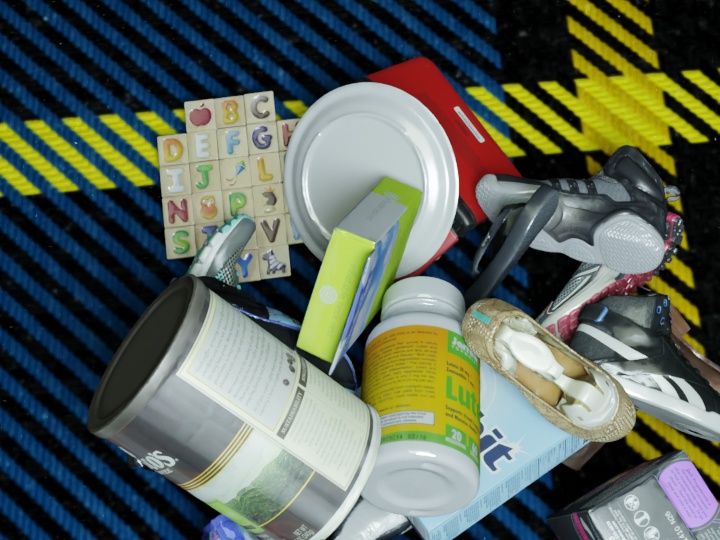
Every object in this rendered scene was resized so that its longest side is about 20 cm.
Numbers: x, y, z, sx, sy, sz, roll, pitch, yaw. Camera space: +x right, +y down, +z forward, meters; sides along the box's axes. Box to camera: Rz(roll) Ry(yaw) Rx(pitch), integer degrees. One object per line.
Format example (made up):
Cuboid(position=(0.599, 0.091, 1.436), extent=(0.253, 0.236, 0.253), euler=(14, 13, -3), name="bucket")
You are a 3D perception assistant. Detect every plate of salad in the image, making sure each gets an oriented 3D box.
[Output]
Cuboid(position=(0.012, -0.090, 1.145), extent=(0.197, 0.048, 0.204), euler=(6, 103, 25), name="plate of salad")

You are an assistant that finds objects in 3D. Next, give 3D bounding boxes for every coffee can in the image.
Cuboid(position=(-0.101, 0.120, 0.918), extent=(0.199, 0.146, 0.148), euler=(37, 76, -20), name="coffee can")

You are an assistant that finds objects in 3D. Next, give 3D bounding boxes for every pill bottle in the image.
Cuboid(position=(0.055, 0.109, 1.018), extent=(0.109, 0.112, 0.202), euler=(5, 51, 0), name="pill bottle")

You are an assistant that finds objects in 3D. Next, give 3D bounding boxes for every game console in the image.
Cuboid(position=(0.052, -0.106, 1.213), extent=(0.171, 0.119, 0.201), euler=(-28, 76, -40), name="game console")

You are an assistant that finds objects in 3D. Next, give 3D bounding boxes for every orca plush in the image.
Cuboid(position=(0.039, 0.242, 1.090), extent=(0.104, 0.072, 0.201), euler=(22, 49, 21), name="orca plush")

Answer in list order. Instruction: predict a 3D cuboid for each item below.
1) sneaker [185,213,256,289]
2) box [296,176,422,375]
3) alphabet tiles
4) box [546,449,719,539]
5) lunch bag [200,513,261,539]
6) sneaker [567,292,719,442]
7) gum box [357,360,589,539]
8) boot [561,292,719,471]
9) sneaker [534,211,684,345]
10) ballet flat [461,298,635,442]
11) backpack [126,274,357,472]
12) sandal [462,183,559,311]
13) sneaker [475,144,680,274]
Cuboid(position=(-0.149, 0.041, 1.149), extent=(0.090, 0.078, 0.202), euler=(28, 87, -9), name="sneaker")
Cuboid(position=(0.000, 0.000, 1.028), extent=(0.047, 0.200, 0.124), euler=(22, 113, 9), name="box")
Cuboid(position=(-0.132, -0.088, 1.195), extent=(0.163, 0.006, 0.204), euler=(-6, 82, 3), name="alphabet tiles")
Cuboid(position=(0.260, 0.252, 1.028), extent=(0.105, 0.200, 0.123), euler=(-29, 77, -8), name="box")
Cuboid(position=(-0.087, 0.294, 1.012), extent=(0.093, 0.200, 0.152), euler=(-29, 78, -8), name="lunch bag")
Cuboid(position=(0.301, 0.085, 1.074), extent=(0.197, 0.073, 0.113), euler=(22, 79, 3), name="sneaker")
Cuboid(position=(0.099, 0.146, 1.083), extent=(0.198, 0.045, 0.170), euler=(-30, 52, -16), name="gum box")
Cuboid(position=(0.277, 0.152, 1.129), extent=(0.199, 0.064, 0.187), euler=(-37, 78, -7), name="boot")
Cuboid(position=(0.248, 0.007, 1.163), extent=(0.200, 0.081, 0.074), euler=(-43, 52, -12), name="sneaker")
Cuboid(position=(0.176, 0.098, 0.998), extent=(0.198, 0.065, 0.071), euler=(32, 87, -13), name="ballet flat")
Cuboid(position=(-0.111, 0.113, 1.062), extent=(0.197, 0.134, 0.185), euler=(18, 96, -18), name="backpack")
Cuboid(position=(0.133, -0.018, 1.098), extent=(0.043, 0.201, 0.076), euler=(41, 54, 9), name="sandal")
Cuboid(position=(0.222, -0.075, 1.129), extent=(0.197, 0.076, 0.115), euler=(21, 58, 18), name="sneaker")
